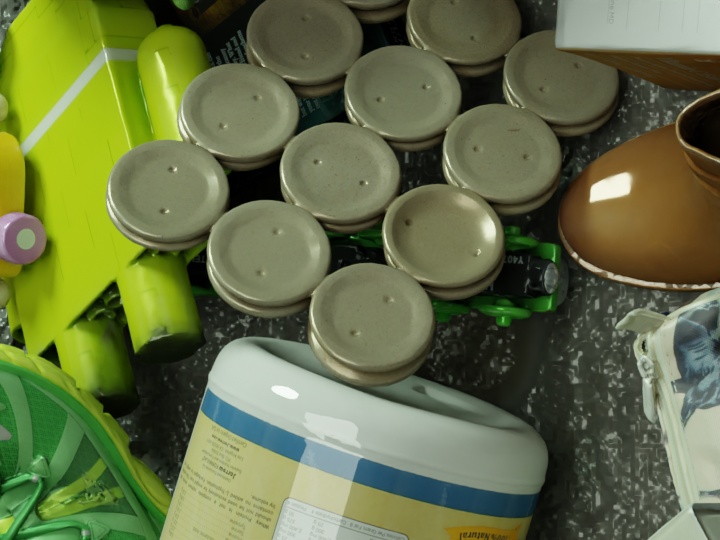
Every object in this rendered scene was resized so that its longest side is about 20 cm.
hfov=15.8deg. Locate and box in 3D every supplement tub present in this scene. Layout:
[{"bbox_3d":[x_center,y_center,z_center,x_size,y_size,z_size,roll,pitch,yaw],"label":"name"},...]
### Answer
[{"bbox_3d":[-0.017,0.141,1.062,0.144,0.145,0.201,19,95,27],"label":"supplement tub"}]

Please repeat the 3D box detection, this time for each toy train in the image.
[{"bbox_3d":[-0.204,-0.034,1.188,0.150,0.055,0.201,-35,63,53],"label":"toy train"},{"bbox_3d":[0.000,0.000,1.113,0.199,0.056,0.042,3,86,29],"label":"toy train"}]

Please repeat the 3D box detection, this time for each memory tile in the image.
[{"bbox_3d":[0.004,-0.053,1.061,0.153,0.017,0.200,30,57,14],"label":"memory tile"}]

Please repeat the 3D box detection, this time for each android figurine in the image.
[{"bbox_3d":[-0.118,-0.041,1.145,0.182,0.041,0.201,-44,54,46],"label":"android figurine"}]

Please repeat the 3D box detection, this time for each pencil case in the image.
[{"bbox_3d":[0.160,0.104,1.008,0.089,0.078,0.201,-10,80,-11],"label":"pencil case"}]

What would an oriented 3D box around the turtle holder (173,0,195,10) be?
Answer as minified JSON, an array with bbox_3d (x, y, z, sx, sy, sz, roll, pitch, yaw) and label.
[{"bbox_3d":[-0.121,-0.208,1.101,0.131,0.141,0.186,9,78,12],"label":"turtle holder"}]

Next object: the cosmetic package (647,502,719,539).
[{"bbox_3d":[0.101,0.182,0.946,0.200,0.087,0.104,-44,59,31],"label":"cosmetic package"}]

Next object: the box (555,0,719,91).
[{"bbox_3d":[0.191,-0.119,0.988,0.199,0.124,0.098,5,88,28],"label":"box"}]

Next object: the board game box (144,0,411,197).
[{"bbox_3d":[-0.065,-0.141,1.173,0.135,0.028,0.201,-28,75,23],"label":"board game box"}]

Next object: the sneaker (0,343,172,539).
[{"bbox_3d":[-0.133,0.104,1.105,0.200,0.084,0.074,45,136,-18],"label":"sneaker"}]

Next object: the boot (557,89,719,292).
[{"bbox_3d":[0.145,-0.039,0.988,0.199,0.155,0.074,-10,82,26],"label":"boot"}]
